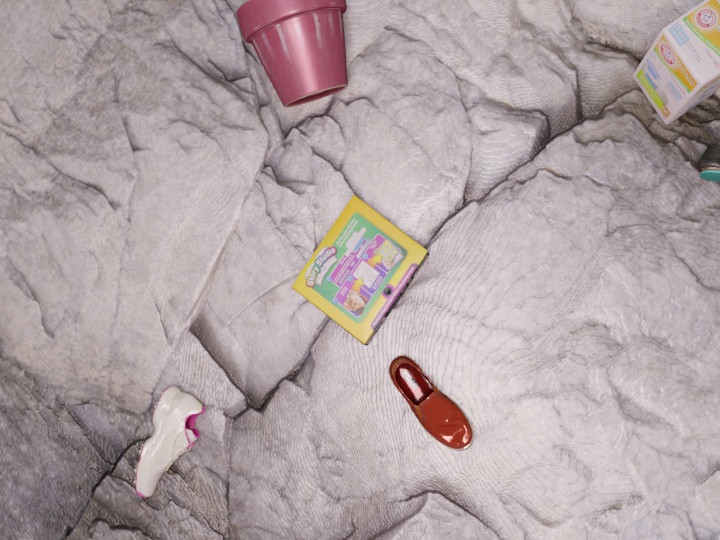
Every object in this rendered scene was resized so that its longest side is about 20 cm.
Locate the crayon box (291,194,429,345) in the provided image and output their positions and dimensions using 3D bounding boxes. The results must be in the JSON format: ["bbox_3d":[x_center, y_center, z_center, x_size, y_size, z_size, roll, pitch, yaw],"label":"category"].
[{"bbox_3d":[0.000,0.000,1.345,0.171,0.058,0.202,36,89,10],"label":"crayon box"}]

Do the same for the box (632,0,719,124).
[{"bbox_3d":[0.544,-0.343,1.236,0.100,0.200,0.114,-32,81,3],"label":"box"}]

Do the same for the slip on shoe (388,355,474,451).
[{"bbox_3d":[0.121,0.233,1.305,0.074,0.061,0.201,-40,82,0],"label":"slip on shoe"}]

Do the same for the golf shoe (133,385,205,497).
[{"bbox_3d":[-0.346,0.318,1.353,0.089,0.075,0.205,18,88,5],"label":"golf shoe"}]

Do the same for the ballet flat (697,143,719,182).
[{"bbox_3d":[0.679,-0.171,1.272,0.195,0.068,0.070,19,78,8],"label":"ballet flat"}]

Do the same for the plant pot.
[{"bbox_3d":[-0.105,-0.402,1.341,0.194,0.200,0.184,-16,97,5],"label":"plant pot"}]
